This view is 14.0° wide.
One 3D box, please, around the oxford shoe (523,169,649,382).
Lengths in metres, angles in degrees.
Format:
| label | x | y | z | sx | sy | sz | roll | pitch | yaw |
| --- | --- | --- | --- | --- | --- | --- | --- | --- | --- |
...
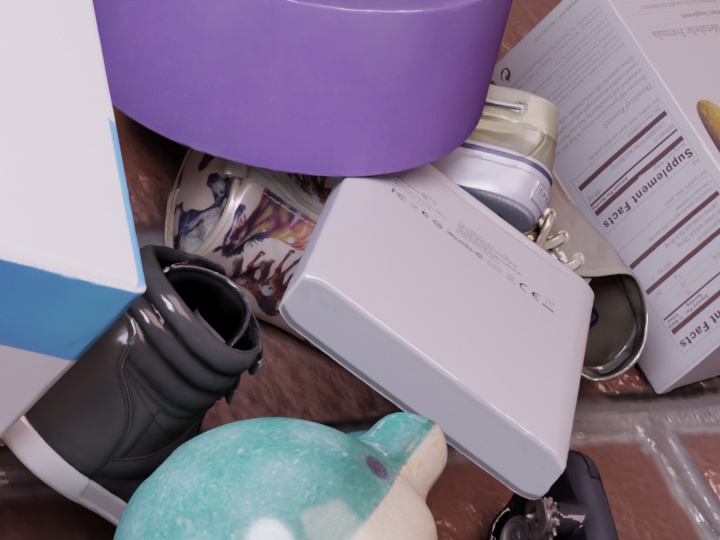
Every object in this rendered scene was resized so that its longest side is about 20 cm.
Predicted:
| label | x | y | z | sx | sy | sz | roll | pitch | yaw |
| --- | --- | --- | --- | --- | --- | --- | --- | --- | --- |
| oxford shoe | 0.080 | -0.017 | 1.456 | 0.200 | 0.075 | 0.058 | 47 | 1 | -25 |

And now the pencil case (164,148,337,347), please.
| label | x | y | z | sx | sy | sz | roll | pitch | yaw |
| --- | --- | --- | --- | --- | --- | --- | --- | --- | --- |
| pencil case | 0.000 | 0.000 | 1.366 | 0.199 | 0.089 | 0.078 | 29 | 51 | -24 |

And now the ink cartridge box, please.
| label | x | y | z | sx | sy | sz | roll | pitch | yaw |
| --- | --- | --- | --- | --- | --- | --- | --- | --- | --- |
| ink cartridge box | -0.199 | -0.009 | 1.062 | 0.146 | 0.200 | 0.147 | 16 | 45 | -35 |

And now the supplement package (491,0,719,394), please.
| label | x | y | z | sx | sy | sz | roll | pitch | yaw |
| --- | --- | --- | --- | --- | --- | --- | --- | --- | --- |
| supplement package | 0.172 | -0.052 | 1.585 | 0.114 | 0.110 | 0.201 | -13 | 66 | -51 |

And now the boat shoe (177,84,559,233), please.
| label | x | y | z | sx | sy | sz | roll | pitch | yaw |
| --- | --- | --- | --- | --- | --- | --- | --- | --- | --- |
| boat shoe | -0.002 | -0.070 | 1.391 | 0.199 | 0.072 | 0.062 | 16 | 66 | 6 |

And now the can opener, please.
| label | x | y | z | sx | sy | sz | roll | pitch | yaw |
| --- | --- | --- | --- | --- | --- | --- | --- | --- | --- |
| can opener | 0.108 | 0.172 | 1.336 | 0.078 | 0.063 | 0.201 | 21 | 42 | -34 |

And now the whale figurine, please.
| label | x | y | z | sx | sy | sz | roll | pitch | yaw |
| --- | --- | --- | --- | --- | --- | --- | --- | --- | --- |
| whale figurine | -0.037 | 0.103 | 1.157 | 0.104 | 0.159 | 0.200 | 44 | 15 | -5 |

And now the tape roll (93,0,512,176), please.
| label | x | y | z | sx | sy | sz | roll | pitch | yaw |
| --- | --- | --- | --- | --- | --- | --- | --- | --- | --- |
| tape roll | -0.031 | -0.131 | 1.321 | 0.199 | 0.085 | 0.200 | 11 | 31 | -6 |

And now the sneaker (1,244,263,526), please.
| label | x | y | z | sx | sy | sz | roll | pitch | yaw |
| --- | --- | --- | --- | --- | --- | --- | --- | --- | --- |
| sneaker | -0.073 | 0.050 | 1.175 | 0.071 | 0.099 | 0.200 | 55 | 5 | 20 |

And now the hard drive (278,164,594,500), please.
| label | x | y | z | sx | sy | sz | roll | pitch | yaw |
| --- | --- | --- | --- | --- | --- | --- | --- | --- | --- |
| hard drive | 0.038 | 0.013 | 1.259 | 0.132 | 0.026 | 0.200 | 36 | 21 | -6 |
